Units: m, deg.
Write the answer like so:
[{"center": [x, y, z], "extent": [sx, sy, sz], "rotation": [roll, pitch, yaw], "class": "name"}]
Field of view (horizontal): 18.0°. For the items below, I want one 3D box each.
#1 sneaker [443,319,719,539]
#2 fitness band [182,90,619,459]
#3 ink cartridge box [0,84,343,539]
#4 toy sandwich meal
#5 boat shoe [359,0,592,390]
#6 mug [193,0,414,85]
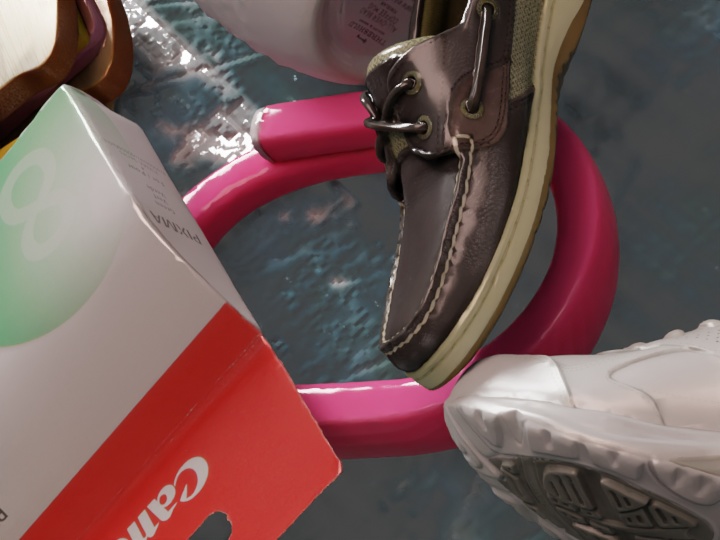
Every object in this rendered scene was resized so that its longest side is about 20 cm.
[{"center": [0.126, 0.043, 0.720], "extent": [0.200, 0.078, 0.099], "rotation": [6, 54, 23], "class": "sneaker"}, {"center": [0.000, 0.000, 0.838], "extent": [0.200, 0.037, 0.144], "rotation": [-5, 56, 28], "class": "fitness band"}, {"center": [-0.109, 0.053, 0.825], "extent": [0.161, 0.050, 0.200], "rotation": [-48, 44, 16], "class": "ink cartridge box"}, {"center": [-0.188, -0.062, 0.965], "extent": [0.205, 0.070, 0.205], "rotation": [-15, 52, 20], "class": "toy sandwich meal"}, {"center": [0.031, -0.057, 0.777], "extent": [0.073, 0.065, 0.200], "rotation": [-39, 32, 57], "class": "boat shoe"}, {"center": [-0.031, -0.172, 0.869], "extent": [0.148, 0.200, 0.175], "rotation": [-38, 56, 4], "class": "mug"}]
